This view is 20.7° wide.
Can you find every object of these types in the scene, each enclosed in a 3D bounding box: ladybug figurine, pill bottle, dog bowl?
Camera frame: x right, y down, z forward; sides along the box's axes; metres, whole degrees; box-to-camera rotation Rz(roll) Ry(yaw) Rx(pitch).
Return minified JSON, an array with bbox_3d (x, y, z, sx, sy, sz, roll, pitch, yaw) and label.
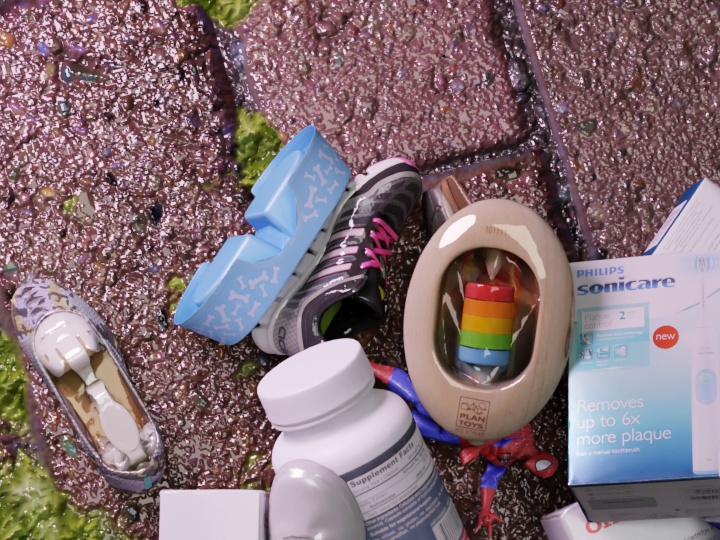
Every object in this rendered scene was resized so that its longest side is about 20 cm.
[{"bbox_3d":[0.104,0.040,1.589,0.135,0.072,0.200,11,97,7],"label":"ladybug figurine"},{"bbox_3d":[-0.002,0.162,1.569,0.119,0.120,0.200,-28,106,-11],"label":"pill bottle"},{"bbox_3d":[-0.077,-0.025,1.628,0.050,0.111,0.200,35,78,-14],"label":"dog bowl"}]

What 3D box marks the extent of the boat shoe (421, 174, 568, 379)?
[{"bbox_3d":[0.122,0.008,1.668,0.074,0.076,0.200,-30,94,-16],"label":"boat shoe"}]

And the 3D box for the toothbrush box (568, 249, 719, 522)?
[{"bbox_3d":[0.244,0.091,1.581,0.146,0.085,0.200,-4,60,16],"label":"toothbrush box"}]

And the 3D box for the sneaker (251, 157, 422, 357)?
[{"bbox_3d":[0.000,0.000,1.632,0.087,0.074,0.200,32,80,35],"label":"sneaker"}]

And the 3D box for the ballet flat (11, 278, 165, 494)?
[{"bbox_3d":[-0.219,0.089,1.609,0.072,0.072,0.201,-31,86,-11],"label":"ballet flat"}]

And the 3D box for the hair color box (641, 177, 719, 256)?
[{"bbox_3d":[0.341,0.021,1.695,0.200,0.061,0.100,36,79,0],"label":"hair color box"}]

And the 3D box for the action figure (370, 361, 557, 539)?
[{"bbox_3d":[0.066,0.145,1.628,0.200,0.065,0.099,20,46,-5],"label":"action figure"}]

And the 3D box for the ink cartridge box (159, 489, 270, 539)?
[{"bbox_3d":[-0.112,0.275,1.551,0.085,0.148,0.200,-1,80,2],"label":"ink cartridge box"}]

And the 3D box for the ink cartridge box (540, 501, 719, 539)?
[{"bbox_3d":[0.259,0.263,1.635,0.146,0.084,0.200,-23,84,-10],"label":"ink cartridge box"}]

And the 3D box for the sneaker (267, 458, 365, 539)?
[{"bbox_3d":[-0.042,0.245,1.502,0.075,0.089,0.200,6,114,18],"label":"sneaker"}]

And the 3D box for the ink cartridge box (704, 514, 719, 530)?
[{"bbox_3d":[0.375,0.208,1.626,0.199,0.041,0.200,33,57,-18],"label":"ink cartridge box"}]
